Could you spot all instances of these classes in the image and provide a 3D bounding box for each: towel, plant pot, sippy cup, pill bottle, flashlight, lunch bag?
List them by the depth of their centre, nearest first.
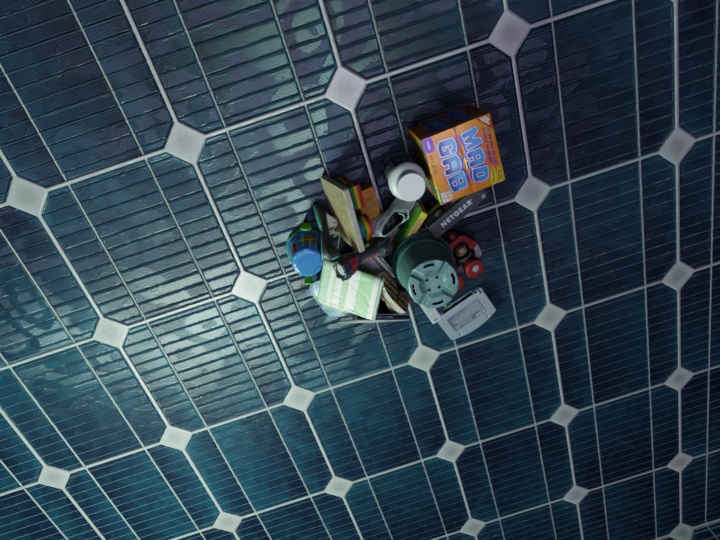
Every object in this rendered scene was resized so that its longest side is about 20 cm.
[{"bbox_3d":[0.131,-0.275,1.544,0.110,0.200,0.112,-3,116,-6],"label":"pill bottle"},{"bbox_3d":[0.203,0.007,1.563,0.198,0.196,0.202,-1,108,-3],"label":"plant pot"},{"bbox_3d":[0.011,-0.035,1.578,0.199,0.068,0.068,-26,91,-33],"label":"flashlight"},{"bbox_3d":[-0.032,0.061,1.623,0.198,0.023,0.154,17,114,11],"label":"towel"},{"bbox_3d":[-0.169,-0.050,1.652,0.139,0.131,0.178,-35,115,10],"label":"sippy cup"},{"bbox_3d":[-0.058,0.062,1.710,0.199,0.083,0.161,-19,119,34],"label":"lunch bag"},{"bbox_3d":[0.000,0.000,1.711,0.199,0.031,0.149,-27,112,37],"label":"towel"}]

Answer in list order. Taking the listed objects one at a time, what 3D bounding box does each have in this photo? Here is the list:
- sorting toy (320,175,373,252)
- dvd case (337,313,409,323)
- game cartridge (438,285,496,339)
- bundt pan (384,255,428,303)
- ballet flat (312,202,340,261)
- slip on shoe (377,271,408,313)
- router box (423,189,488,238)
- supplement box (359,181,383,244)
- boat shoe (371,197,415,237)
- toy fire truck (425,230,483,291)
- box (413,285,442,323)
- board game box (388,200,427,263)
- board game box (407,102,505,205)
[{"bbox_3d":[-0.033,-0.182,1.577,0.069,0.200,0.200,-23,118,-15],"label":"sorting toy"},{"bbox_3d":[0.042,0.162,1.753,0.198,0.150,0.025,3,80,-27],"label":"dvd case"},{"bbox_3d":[0.382,0.159,1.877,0.199,0.041,0.133,-35,111,10],"label":"game cartridge"},{"bbox_3d":[0.139,0.037,1.765,0.200,0.076,0.204,-3,116,-5],"label":"bundt pan"},{"bbox_3d":[-0.101,-0.121,1.615,0.068,0.202,0.068,-9,160,-8],"label":"ballet flat"},{"bbox_3d":[0.090,0.075,1.680,0.060,0.077,0.200,-6,147,29],"label":"slip on shoe"},{"bbox_3d":[0.282,-0.206,1.622,0.200,0.158,0.052,-40,114,12],"label":"router box"},{"bbox_3d":[0.027,-0.171,1.649,0.066,0.069,0.201,-22,119,-12],"label":"supplement box"},{"bbox_3d":[0.115,-0.168,1.624,0.201,0.071,0.070,-42,127,-21],"label":"boat shoe"},{"bbox_3d":[0.300,-0.039,1.712,0.200,0.112,0.168,-38,121,0],"label":"toy fire truck"},{"bbox_3d":[0.208,0.096,1.740,0.039,0.042,0.200,-33,120,8],"label":"box"},{"bbox_3d":[0.147,-0.119,1.673,0.030,0.096,0.201,26,114,-18],"label":"board game box"},{"bbox_3d":[0.276,-0.346,1.529,0.198,0.200,0.201,-21,116,2],"label":"board game box"}]
